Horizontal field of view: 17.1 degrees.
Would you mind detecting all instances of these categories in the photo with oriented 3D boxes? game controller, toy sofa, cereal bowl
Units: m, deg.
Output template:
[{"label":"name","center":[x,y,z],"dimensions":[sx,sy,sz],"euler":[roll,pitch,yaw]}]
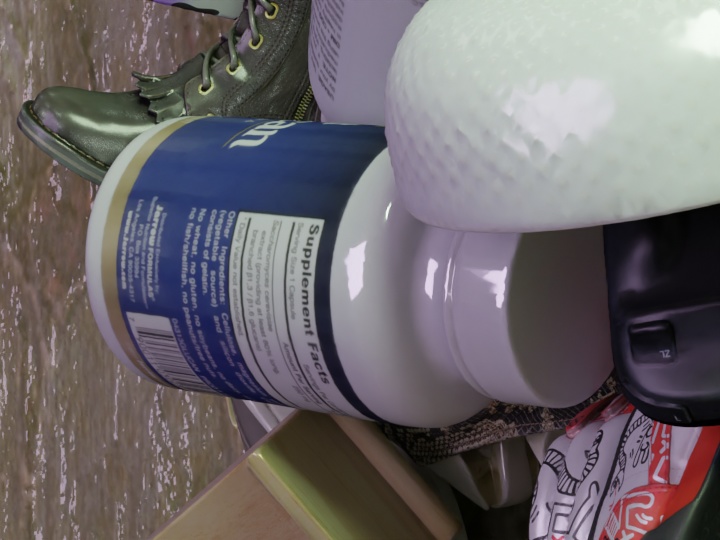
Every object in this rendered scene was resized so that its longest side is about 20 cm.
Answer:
[{"label":"game controller","center":[0.176,-0.010,0.777],"dimensions":[0.199,0.042,0.105],"euler":[-10,55,17]},{"label":"toy sofa","center":[-0.048,0.131,1.011],"dimensions":[0.083,0.098,0.200],"euler":[49,127,2]},{"label":"cereal bowl","center":[0.099,-0.082,0.782],"dimensions":[0.200,0.199,0.084],"euler":[8,116,54]}]

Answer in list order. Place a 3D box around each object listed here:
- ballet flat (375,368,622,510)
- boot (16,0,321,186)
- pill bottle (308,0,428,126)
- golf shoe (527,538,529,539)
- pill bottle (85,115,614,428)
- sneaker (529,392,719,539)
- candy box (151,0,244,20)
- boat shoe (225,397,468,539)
[{"label":"ballet flat","center":[0.070,0.061,0.980],"dimensions":[0.199,0.068,0.076],"euler":[-17,97,50]},{"label":"boot","center":[-0.043,-0.118,1.056],"dimensions":[0.069,0.199,0.175],"euler":[-122,42,-58]},{"label":"pill bottle","center":[0.036,-0.109,0.948],"dimensions":[0.201,0.113,0.114],"euler":[98,155,-52]},{"label":"golf shoe","center":[0.075,0.148,0.951],"dimensions":[0.199,0.077,0.095],"euler":[-10,67,44]},{"label":"pill bottle","center":[0.000,0.000,0.910],"dimensions":[0.199,0.111,0.112],"euler":[6,90,39]},{"label":"sneaker","center":[0.127,0.037,0.859],"dimensions":[0.108,0.067,0.202],"euler":[2,65,62]},{"label":"candy box","center":[-0.055,-0.203,1.065],"dimensions":[0.168,0.199,0.072],"euler":[-62,36,26]},{"label":"boat shoe","center":[-0.007,0.095,1.074],"dimensions":[0.202,0.072,0.060],"euler":[60,168,24]}]
